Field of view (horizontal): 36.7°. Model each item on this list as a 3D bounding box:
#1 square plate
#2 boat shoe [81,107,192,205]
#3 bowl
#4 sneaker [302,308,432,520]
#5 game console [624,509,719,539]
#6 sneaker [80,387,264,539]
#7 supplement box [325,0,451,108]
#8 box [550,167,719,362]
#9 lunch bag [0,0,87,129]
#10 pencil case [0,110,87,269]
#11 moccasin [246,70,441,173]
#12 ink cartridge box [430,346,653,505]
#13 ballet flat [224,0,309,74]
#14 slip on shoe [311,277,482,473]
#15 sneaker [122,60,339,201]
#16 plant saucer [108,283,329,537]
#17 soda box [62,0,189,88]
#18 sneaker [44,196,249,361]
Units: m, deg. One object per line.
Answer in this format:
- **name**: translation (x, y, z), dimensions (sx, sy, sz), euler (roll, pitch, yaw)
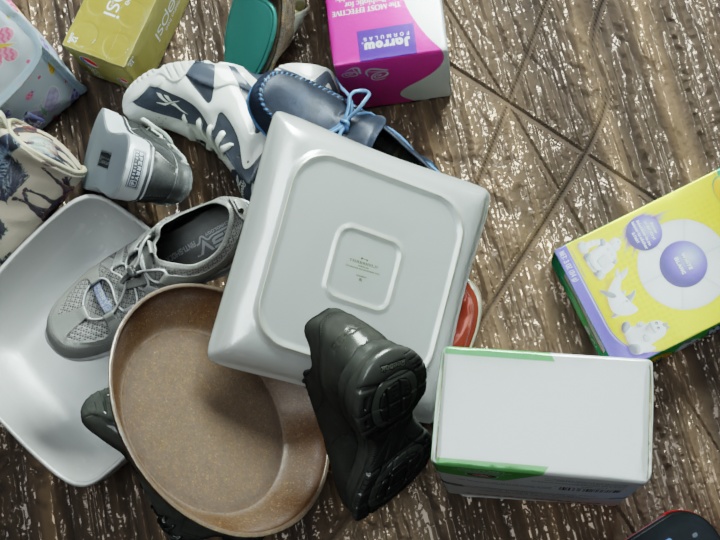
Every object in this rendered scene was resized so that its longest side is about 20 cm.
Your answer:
- **square plate**: translation (0.000, 0.000, 0.848), dimensions (0.198, 0.028, 0.200), euler (18, 81, -20)
- **boat shoe**: translation (-0.190, -0.094, 0.928), dimensions (0.067, 0.199, 0.074), euler (14, 92, -27)
- **bowl**: translation (-0.223, 0.060, 0.929), dimensions (0.199, 0.075, 0.200), euler (41, 85, 14)
- **sneaker**: translation (0.000, 0.103, 0.793), dimensions (0.076, 0.201, 0.091), euler (-30, 52, -27)
- **game console**: translation (0.222, 0.292, 0.804), dimensions (0.198, 0.031, 0.178), euler (-24, 71, -22)
- **sneaker**: translation (-0.142, 0.166, 0.854), dimensions (0.199, 0.076, 0.091), euler (37, 99, -24)
- **supplement box**: translation (0.020, -0.258, 0.962), dimensions (0.100, 0.103, 0.203), euler (-8, 77, 4)
- **box**: translation (0.273, -0.005, 0.898), dimensions (0.198, 0.048, 0.118), euler (-26, 75, -1)
- **lunch bag**: translation (-0.354, -0.165, 0.935), dimensions (0.169, 0.200, 0.127), euler (-43, 75, -5)
- **pencil case**: translation (-0.330, -0.042, 0.940), dimensions (0.089, 0.078, 0.200), euler (39, 102, -17)
- **moccasin**: translation (0.002, -0.110, 0.905), dimensions (0.199, 0.068, 0.081), euler (27, 77, -19)
- **ink cartridge box**: translation (0.131, 0.122, 0.807), dimensions (0.144, 0.200, 0.085), euler (3, 74, 8)
- **ballet flat**: translation (-0.073, -0.252, 0.959), dimensions (0.068, 0.201, 0.067), euler (39, 43, 26)
- **slip on shoe**: translation (0.031, 0.084, 0.899), dimensions (0.074, 0.061, 0.200), euler (39, 83, 16)
- **sneaker**: translation (-0.117, -0.108, 0.953), dimensions (0.196, 0.080, 0.131), euler (1, 71, 1)
- **plant saucer**: translation (-0.109, 0.107, 0.814), dimensions (0.037, 0.199, 0.202), euler (-35, 71, 36)
- **soda box**: translation (-0.197, -0.273, 1.011), dimensions (0.067, 0.064, 0.202), euler (20, 80, 11)
- **sneaker**: translation (-0.169, -0.004, 0.859), dimensions (0.199, 0.082, 0.075), euler (-35, 74, -4)
